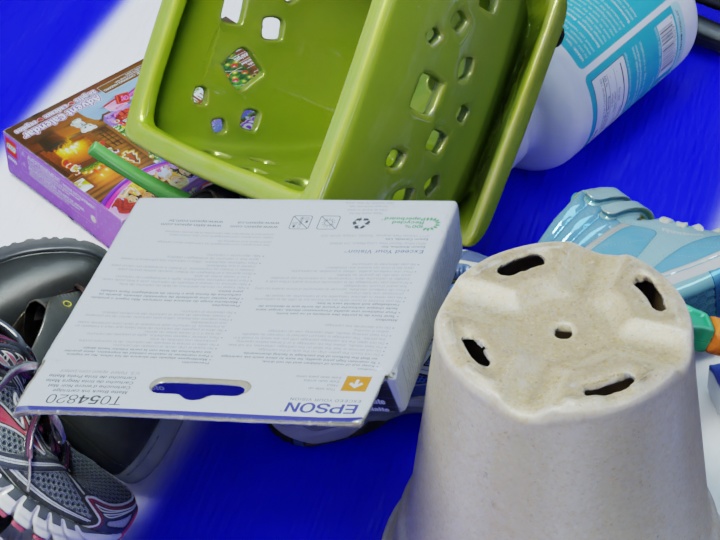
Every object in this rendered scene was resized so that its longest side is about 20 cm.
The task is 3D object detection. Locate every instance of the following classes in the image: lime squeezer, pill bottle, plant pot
[{"bbox_3d":[-0.084,-0.049,1.477,0.199,0.071,0.038,0,-13,-43],"label":"lime squeezer"},{"bbox_3d":[0.134,-0.141,1.551,0.110,0.111,0.200,26,48,30],"label":"pill bottle"},{"bbox_3d":[0.002,-0.130,1.412,0.181,0.200,0.200,15,7,-44],"label":"plant pot"},{"bbox_3d":[0.105,0.095,1.217,0.199,0.184,0.201,-2,40,2],"label":"plant pot"}]

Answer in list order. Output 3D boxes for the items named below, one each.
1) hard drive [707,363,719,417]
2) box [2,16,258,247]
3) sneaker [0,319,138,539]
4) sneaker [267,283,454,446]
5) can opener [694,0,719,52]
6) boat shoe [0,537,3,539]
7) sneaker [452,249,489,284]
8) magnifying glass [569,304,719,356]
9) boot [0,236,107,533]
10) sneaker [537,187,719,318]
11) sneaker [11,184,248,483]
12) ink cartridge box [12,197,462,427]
[{"bbox_3d":[0.319,0.089,1.334,0.199,0.025,0.132,-9,40,-7],"label":"hard drive"},{"bbox_3d":[-0.125,-0.095,1.565,0.200,0.039,0.137,-32,49,-30],"label":"box"},{"bbox_3d":[-0.193,0.078,1.237,0.075,0.200,0.081,-43,25,6],"label":"sneaker"},{"bbox_3d":[0.033,0.042,1.344,0.199,0.077,0.076,-19,40,-3],"label":"sneaker"},{"bbox_3d":[0.226,-0.197,1.656,0.199,0.064,0.079,31,23,21],"label":"can opener"},{"bbox_3d":[-0.247,0.142,1.227,0.070,0.071,0.200,-43,89,-19],"label":"boat shoe"},{"bbox_3d":[0.000,0.000,1.420,0.199,0.076,0.088,-1,40,1],"label":"sneaker"},{"bbox_3d":[0.182,0.030,1.319,0.199,0.022,0.080,18,25,-12],"label":"magnifying glass"},{"bbox_3d":[-0.221,0.072,1.352,0.164,0.066,0.200,-12,38,1],"label":"boot"},{"bbox_3d":[0.199,-0.015,1.423,0.199,0.080,0.131,-14,43,-15],"label":"sneaker"},{"bbox_3d":[-0.135,0.014,1.343,0.075,0.106,0.201,-24,39,50],"label":"sneaker"},{"bbox_3d":[-0.060,0.031,1.222,0.198,0.041,0.200,2,36,19],"label":"ink cartridge box"}]
